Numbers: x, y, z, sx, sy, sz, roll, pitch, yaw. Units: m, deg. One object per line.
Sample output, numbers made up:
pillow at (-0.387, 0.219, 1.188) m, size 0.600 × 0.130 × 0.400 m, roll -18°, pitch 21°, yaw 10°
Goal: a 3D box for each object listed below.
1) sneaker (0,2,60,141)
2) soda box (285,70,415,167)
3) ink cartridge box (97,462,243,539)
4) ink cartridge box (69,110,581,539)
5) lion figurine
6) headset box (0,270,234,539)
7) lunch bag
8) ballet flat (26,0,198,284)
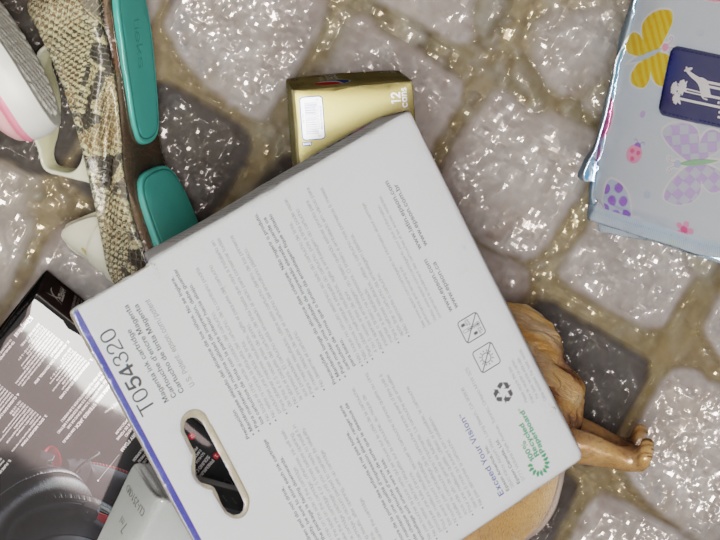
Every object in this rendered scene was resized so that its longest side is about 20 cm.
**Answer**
sneaker at (-0.239, -0.123, 1.061) m, size 0.105 × 0.075 × 0.201 m, roll -39°, pitch 83°, yaw 4°
soda box at (0.000, 0.000, 1.114) m, size 0.064 × 0.068 × 0.201 m, roll -4°, pitch 100°, yaw -4°
ink cartridge box at (-0.060, 0.199, 1.090) m, size 0.199 × 0.044 × 0.174 m, roll 18°, pitch 106°, yaw -32°
ink cartridge box at (-0.017, 0.055, 1.032) m, size 0.199 × 0.043 × 0.197 m, roll -30°, pitch 100°, yaw -20°
lion figurine at (0.082, 0.118, 1.141) m, size 0.122 × 0.072 × 0.201 m, roll 14°, pitch 103°, yaw 1°
headset box at (-0.134, 0.122, 1.121) m, size 0.200 × 0.075 × 0.149 m, roll 38°, pitch 96°, yaw -9°
lunch bag at (0.224, -0.079, 1.091) m, size 0.199 × 0.127 × 0.171 m, roll 16°, pitch 96°, yaw 0°
ballet flat at (-0.128, -0.054, 1.104) m, size 0.075 × 0.068 × 0.201 m, roll -13°, pitch 95°, yaw 20°
